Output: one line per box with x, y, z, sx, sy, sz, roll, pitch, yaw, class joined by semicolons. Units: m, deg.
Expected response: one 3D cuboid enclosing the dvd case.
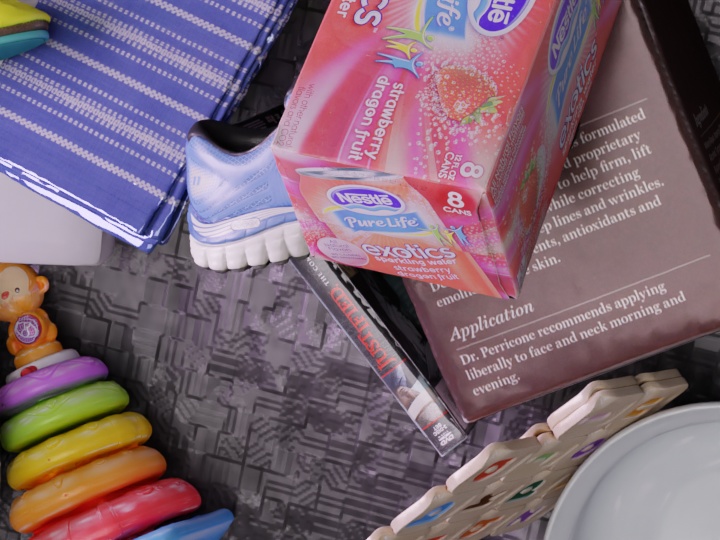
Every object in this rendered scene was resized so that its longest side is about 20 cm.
0.000;0.000;1.319;0.022;0.146;0.200;-39;91;14;dvd case

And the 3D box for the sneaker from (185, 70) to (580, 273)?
0.004;-0.058;1.171;0.200;0.079;0.089;-10;101;17;sneaker

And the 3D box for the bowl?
0.200;0.156;1.327;0.201;0.090;0.201;3;104;11;bowl

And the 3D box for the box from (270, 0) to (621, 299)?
0.047;-0.101;1.096;0.102;0.095;0.200;13;64;18;box

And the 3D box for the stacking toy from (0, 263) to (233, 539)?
-0.166;0.086;1.410;0.116;0.110;0.200;-24;83;19;stacking toy

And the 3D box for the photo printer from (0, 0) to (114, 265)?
-0.211;-0.105;1.357;0.166;0.069;0.200;4;111;-8;photo printer

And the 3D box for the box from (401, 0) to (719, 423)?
0.104;-0.054;1.273;0.166;0.164;0.200;-20;95;17;box

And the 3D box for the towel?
-0.107;-0.120;1.271;0.145;0.024;0.200;26;84;31;towel

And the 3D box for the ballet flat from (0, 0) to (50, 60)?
-0.259;-0.117;1.281;0.200;0.067;0.067;-20;86;13;ballet flat

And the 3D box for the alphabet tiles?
0.077;0.111;1.293;0.200;0.196;0.015;-40;72;30;alphabet tiles
